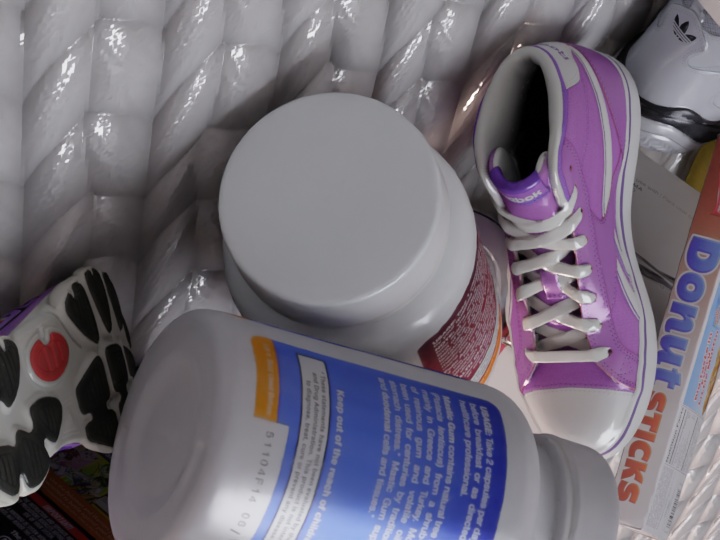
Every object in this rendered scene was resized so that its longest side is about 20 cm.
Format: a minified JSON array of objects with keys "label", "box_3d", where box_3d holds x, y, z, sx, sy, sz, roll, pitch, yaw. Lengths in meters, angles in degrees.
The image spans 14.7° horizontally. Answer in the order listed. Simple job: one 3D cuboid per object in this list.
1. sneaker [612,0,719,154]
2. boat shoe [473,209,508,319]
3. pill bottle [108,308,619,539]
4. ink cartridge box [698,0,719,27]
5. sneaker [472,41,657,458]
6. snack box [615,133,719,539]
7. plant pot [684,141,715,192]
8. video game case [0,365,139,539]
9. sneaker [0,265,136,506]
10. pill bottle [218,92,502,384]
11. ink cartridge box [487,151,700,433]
[{"label":"sneaker","box_3d":[0.218,-0.127,1.408,0.200,0.075,0.115,-18,155,-37]},{"label":"boat shoe","box_3d":[0.035,0.020,1.457,0.062,0.072,0.200,-54,177,-36]},{"label":"pill bottle","box_3d":[0.005,0.092,1.171,0.200,0.112,0.112,17,131,-26]},{"label":"ink cartridge box","box_3d":[0.239,-0.173,1.238,0.200,0.146,0.084,-29,160,-22]},{"label":"sneaker","box_3d":[0.086,-0.008,1.315,0.072,0.201,0.114,-5,177,24]},{"label":"snack box","box_3d":[0.168,0.036,1.404,0.072,0.024,0.201,30,76,-71]},{"label":"plant pot","box_3d":[0.311,-0.051,1.572,0.194,0.196,0.200,-33,158,-14]},{"label":"video game case","box_3d":[-0.102,0.127,1.240,0.180,0.200,0.026,-23,134,-36]},{"label":"sneaker","box_3d":[-0.154,0.049,1.170,0.083,0.081,0.200,-10,-175,22]},{"label":"pill bottle","box_3d":[0.000,0.000,1.254,0.114,0.114,0.200,-36,161,-5]},{"label":"ink cartridge box","box_3d":[0.112,0.047,1.495,0.200,0.083,0.147,-52,177,-48]}]
